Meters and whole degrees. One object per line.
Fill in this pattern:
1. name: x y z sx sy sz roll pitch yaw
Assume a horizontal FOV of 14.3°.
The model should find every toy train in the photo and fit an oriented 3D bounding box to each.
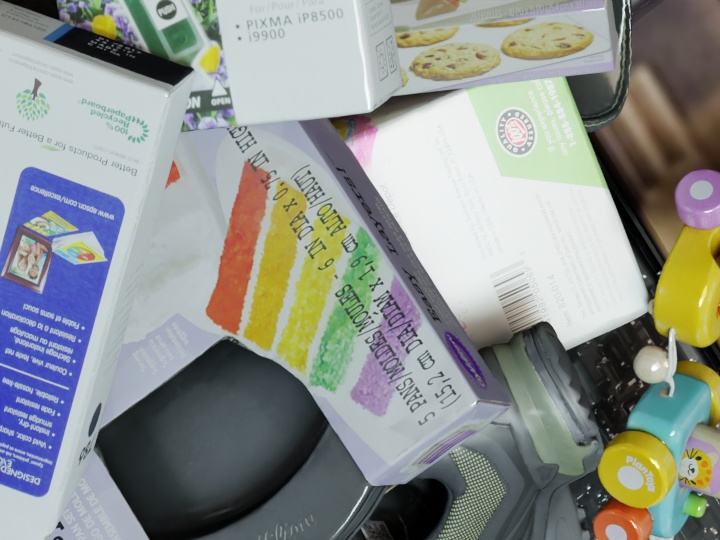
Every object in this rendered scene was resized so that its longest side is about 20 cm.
1. toy train: 0.157 0.030 1.171 0.056 0.150 0.200 16 87 23

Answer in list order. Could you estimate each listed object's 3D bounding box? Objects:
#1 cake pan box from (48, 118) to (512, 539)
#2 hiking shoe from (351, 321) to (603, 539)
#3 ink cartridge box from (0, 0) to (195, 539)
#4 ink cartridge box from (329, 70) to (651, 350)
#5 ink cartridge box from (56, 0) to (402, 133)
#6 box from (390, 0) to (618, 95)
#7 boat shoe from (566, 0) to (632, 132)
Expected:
1. cake pan box: -0.069 0.027 1.052 0.184 0.052 0.200 -36 76 14
2. hiking shoe: 0.038 0.095 1.141 0.101 0.076 0.200 -13 142 -9
3. ink cartridge box: -0.130 0.008 0.999 0.099 0.039 0.200 20 111 6
4. ink cartridge box: 0.000 0.000 1.142 0.200 0.067 0.117 -24 104 -6
5. ink cartridge box: -0.056 -0.149 0.982 0.109 0.050 0.200 -5 103 15
6. box: -0.002 -0.091 1.103 0.200 0.039 0.041 -6 142 6
7. boat shoe: 0.078 -0.149 1.162 0.072 0.068 0.200 -13 105 -20
